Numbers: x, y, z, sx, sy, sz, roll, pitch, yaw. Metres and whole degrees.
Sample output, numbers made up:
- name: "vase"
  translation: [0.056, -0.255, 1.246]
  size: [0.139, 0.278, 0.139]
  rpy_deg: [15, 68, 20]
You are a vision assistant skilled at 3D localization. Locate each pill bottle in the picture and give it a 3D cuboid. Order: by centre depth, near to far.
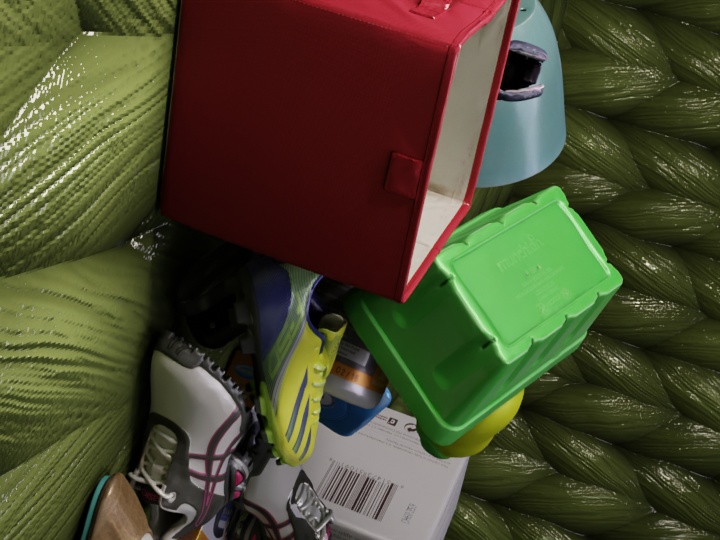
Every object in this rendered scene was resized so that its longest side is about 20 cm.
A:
- name: "pill bottle"
  translation: [0.000, 0.000, 1.023]
  size: [0.116, 0.115, 0.202]
  rpy_deg: [37, 77, -78]

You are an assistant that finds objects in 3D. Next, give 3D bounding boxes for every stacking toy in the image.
- name: "stacking toy"
  translation: [0.003, 0.057, 1.284]
  size: [0.116, 0.109, 0.201]
  rpy_deg: [-45, -170, 52]

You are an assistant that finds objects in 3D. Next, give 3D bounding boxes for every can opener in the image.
- name: "can opener"
  translation: [-0.050, -0.013, 0.939]
  size: [0.199, 0.064, 0.079]
  rpy_deg: [-33, 176, -15]

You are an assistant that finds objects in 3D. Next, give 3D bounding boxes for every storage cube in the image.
- name: "storage cube"
  translation: [-0.012, -0.113, 0.834]
  size: [0.171, 0.178, 0.202]
  rpy_deg: [-51, 157, -57]

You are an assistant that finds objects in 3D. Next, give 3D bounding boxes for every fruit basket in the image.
- name: "fruit basket"
  translation: [0.083, 0.053, 0.976]
  size: [0.214, 0.156, 0.216]
  rpy_deg: [-34, 173, -5]

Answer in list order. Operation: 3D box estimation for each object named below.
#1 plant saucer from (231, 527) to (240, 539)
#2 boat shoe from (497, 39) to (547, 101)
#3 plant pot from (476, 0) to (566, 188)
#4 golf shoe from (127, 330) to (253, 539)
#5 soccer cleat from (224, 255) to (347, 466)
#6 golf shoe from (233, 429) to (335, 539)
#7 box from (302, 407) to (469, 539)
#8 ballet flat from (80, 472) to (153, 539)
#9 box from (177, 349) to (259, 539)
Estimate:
- name: "plant saucer"
  translation: [-0.129, 0.339, 1.308]
  size: [0.201, 0.029, 0.201]
  rpy_deg: [-55, 159, -34]
- name: "boat shoe"
  translation: [0.065, -0.180, 1.060]
  size: [0.092, 0.197, 0.076]
  rpy_deg: [22, -69, 61]
- name: "plant pot"
  translation: [0.122, -0.213, 1.334]
  size: [0.202, 0.198, 0.162]
  rpy_deg: [-61, 155, -43]
- name: "golf shoe"
  translation: [-0.129, 0.130, 0.929]
  size: [0.088, 0.077, 0.202]
  rpy_deg: [-46, 150, -33]
- name: "soccer cleat"
  translation: [-0.044, 0.070, 0.918]
  size: [0.065, 0.083, 0.202]
  rpy_deg: [-117, -165, -47]
- name: "golf shoe"
  translation: [-0.061, 0.200, 1.097]
  size: [0.201, 0.087, 0.078]
  rpy_deg: [93, 19, -49]
- name: "box"
  translation: [0.004, 0.267, 1.453]
  size: [0.201, 0.196, 0.132]
  rpy_deg: [-57, 162, -50]
- name: "ballet flat"
  translation: [-0.173, 0.246, 0.888]
  size: [0.068, 0.071, 0.203]
  rpy_deg: [-9, 116, -79]
- name: "box"
  translation: [-0.116, 0.164, 1.126]
  size: [0.119, 0.041, 0.202]
  rpy_deg: [81, 31, -66]
